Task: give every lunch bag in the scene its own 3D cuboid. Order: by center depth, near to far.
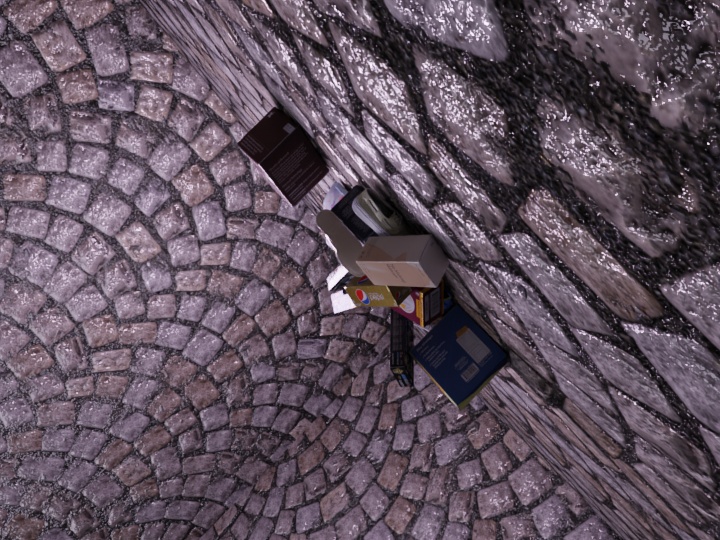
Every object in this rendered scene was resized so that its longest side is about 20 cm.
[{"bbox_3d":[-0.037,-0.149,1.839,0.170,0.124,0.205,-134,33,-59],"label":"lunch bag"}]

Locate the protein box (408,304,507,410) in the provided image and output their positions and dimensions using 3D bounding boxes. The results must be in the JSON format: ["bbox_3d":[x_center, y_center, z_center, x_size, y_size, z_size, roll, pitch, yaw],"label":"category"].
[{"bbox_3d":[0.281,0.250,1.732,0.200,0.198,0.135,46,177,23],"label":"protein box"}]

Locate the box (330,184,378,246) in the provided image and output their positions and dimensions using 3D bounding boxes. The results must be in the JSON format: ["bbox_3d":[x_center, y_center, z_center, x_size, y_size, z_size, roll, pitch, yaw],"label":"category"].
[{"bbox_3d":[0.032,-0.109,1.607,0.200,0.107,0.149,44,175,48],"label":"box"}]

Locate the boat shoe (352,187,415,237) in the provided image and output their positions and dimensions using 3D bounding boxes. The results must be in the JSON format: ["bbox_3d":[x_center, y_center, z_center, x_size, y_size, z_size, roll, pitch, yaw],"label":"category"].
[{"bbox_3d":[0.069,-0.115,1.444,0.198,0.073,0.062,36,133,-10],"label":"boat shoe"}]

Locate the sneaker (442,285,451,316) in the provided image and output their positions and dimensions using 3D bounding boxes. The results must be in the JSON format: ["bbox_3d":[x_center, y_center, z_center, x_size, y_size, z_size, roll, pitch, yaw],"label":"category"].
[{"bbox_3d":[0.225,0.084,1.692,0.078,0.066,0.201,36,168,39],"label":"sneaker"}]

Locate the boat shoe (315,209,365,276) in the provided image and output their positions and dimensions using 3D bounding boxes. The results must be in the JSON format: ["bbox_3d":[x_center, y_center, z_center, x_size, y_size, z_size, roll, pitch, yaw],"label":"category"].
[{"bbox_3d":[-0.041,-0.067,1.547,0.201,0.071,0.060,52,-177,15],"label":"boat shoe"}]

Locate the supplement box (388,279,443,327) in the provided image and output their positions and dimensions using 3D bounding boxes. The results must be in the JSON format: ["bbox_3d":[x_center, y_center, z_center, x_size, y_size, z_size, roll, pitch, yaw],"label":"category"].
[{"bbox_3d":[0.124,0.049,1.619,0.198,0.085,0.113,29,135,41],"label":"supplement box"}]

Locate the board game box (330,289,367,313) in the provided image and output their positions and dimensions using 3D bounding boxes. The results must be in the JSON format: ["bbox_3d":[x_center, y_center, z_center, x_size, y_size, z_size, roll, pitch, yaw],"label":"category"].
[{"bbox_3d":[0.037,0.072,1.804,0.199,0.195,0.064,-23,78,64],"label":"board game box"}]

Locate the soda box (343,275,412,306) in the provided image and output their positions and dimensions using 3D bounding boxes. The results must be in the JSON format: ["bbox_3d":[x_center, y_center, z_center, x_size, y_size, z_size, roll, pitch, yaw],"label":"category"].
[{"bbox_3d":[0.043,0.049,1.584,0.198,0.064,0.069,-5,121,55],"label":"soda box"}]

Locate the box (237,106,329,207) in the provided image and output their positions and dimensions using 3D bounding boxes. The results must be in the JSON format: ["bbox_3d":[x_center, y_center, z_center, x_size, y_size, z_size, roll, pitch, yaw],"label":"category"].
[{"bbox_3d":[-0.229,-0.338,1.814,0.166,0.164,0.201,43,175,43],"label":"box"}]

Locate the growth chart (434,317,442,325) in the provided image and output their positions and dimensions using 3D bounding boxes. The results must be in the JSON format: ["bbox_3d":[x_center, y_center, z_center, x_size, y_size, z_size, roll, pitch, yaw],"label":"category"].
[{"bbox_3d":[0.218,0.122,1.859,0.143,0.018,0.198,33,-164,26],"label":"growth chart"}]

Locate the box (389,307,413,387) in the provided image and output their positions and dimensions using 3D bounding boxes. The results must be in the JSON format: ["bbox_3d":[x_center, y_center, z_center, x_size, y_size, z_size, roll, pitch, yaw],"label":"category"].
[{"bbox_3d":[0.122,0.214,1.754,0.160,0.045,0.205,63,-154,-58],"label":"box"}]

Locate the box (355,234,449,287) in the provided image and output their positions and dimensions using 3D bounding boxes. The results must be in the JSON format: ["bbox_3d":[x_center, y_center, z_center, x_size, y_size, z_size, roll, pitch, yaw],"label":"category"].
[{"bbox_3d":[0.095,-0.022,1.388,0.197,0.079,0.095,0,141,47],"label":"box"}]

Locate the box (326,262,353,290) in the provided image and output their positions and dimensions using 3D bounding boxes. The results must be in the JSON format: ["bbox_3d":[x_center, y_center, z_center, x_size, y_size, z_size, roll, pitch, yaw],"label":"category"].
[{"bbox_3d":[0.000,0.000,1.785,0.200,0.155,0.047,135,122,-62],"label":"box"}]

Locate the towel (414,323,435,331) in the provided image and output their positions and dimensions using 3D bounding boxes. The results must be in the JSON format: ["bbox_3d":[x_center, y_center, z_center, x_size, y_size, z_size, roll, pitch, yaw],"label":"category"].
[{"bbox_3d":[0.186,0.121,2.091,0.163,0.087,0.200,25,-169,-34],"label":"towel"}]
